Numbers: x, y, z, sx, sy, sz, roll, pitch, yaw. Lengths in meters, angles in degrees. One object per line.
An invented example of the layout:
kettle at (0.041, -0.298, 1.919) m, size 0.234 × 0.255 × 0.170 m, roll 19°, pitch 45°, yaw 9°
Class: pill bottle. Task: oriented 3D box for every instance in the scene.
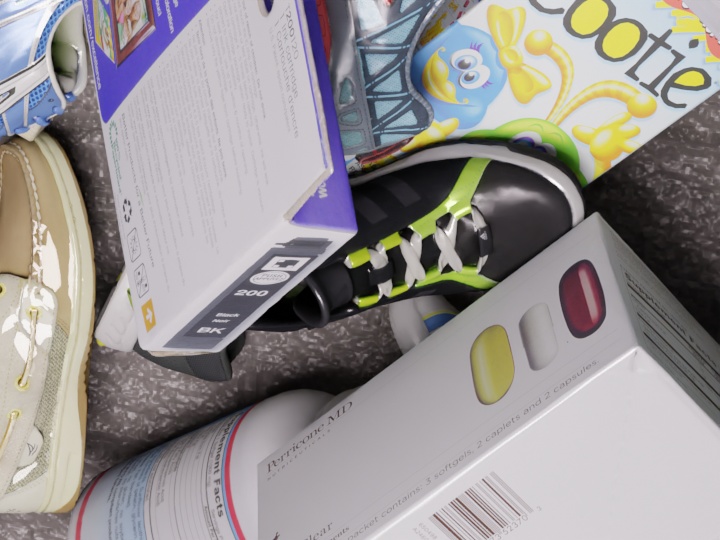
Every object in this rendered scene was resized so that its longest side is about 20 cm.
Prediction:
pill bottle at (-0.050, 0.124, 1.053) m, size 0.200 × 0.109 × 0.109 m, roll -25°, pitch 109°, yaw 37°

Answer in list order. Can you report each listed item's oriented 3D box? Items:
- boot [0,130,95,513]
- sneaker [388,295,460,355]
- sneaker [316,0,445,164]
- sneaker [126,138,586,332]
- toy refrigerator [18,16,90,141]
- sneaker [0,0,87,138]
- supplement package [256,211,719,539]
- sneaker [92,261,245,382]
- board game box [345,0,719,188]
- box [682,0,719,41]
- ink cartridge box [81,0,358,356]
boot at (-0.215, 0.032, 1.039) m, size 0.154 × 0.072 × 0.201 m, roll -3°, pitch 105°, yaw -26°
sneaker at (0.105, 0.067, 1.052) m, size 0.105 × 0.076 × 0.200 m, roll -38°, pitch 103°, yaw 6°
sneaker at (0.005, -0.143, 0.851) m, size 0.095 × 0.079 × 0.201 m, roll 2°, pitch 112°, yaw -15°
sneaker at (0.000, 0.000, 0.899) m, size 0.199 × 0.083 × 0.072 m, roll -8°, pitch 124°, yaw 10°
toy refrigerator at (-0.219, -0.153, 1.002) m, size 0.200 × 0.070 × 0.076 m, roll 33°, pitch 117°, yaw -5°
sneaker at (-0.173, -0.082, 0.949) m, size 0.077 × 0.076 × 0.200 m, roll 32°, pitch 120°, yaw -3°
supplement package at (0.078, 0.106, 0.898) m, size 0.200 × 0.111 × 0.156 m, roll -38°, pitch 115°, yaw 17°
sneaker at (-0.059, -0.025, 1.038) m, size 0.084 × 0.075 × 0.200 m, roll 28°, pitch 126°, yaw -9°
board game box at (0.084, -0.106, 0.936) m, size 0.200 × 0.105 × 0.103 m, roll -37°, pitch 114°, yaw 25°
box at (0.211, -0.172, 0.829) m, size 0.176 × 0.200 × 0.097 m, roll 46°, pitch 154°, yaw -11°
ink cartridge box at (-0.052, -0.090, 0.800) m, size 0.043 × 0.199 × 0.200 m, roll -3°, pitch 162°, yaw -26°
